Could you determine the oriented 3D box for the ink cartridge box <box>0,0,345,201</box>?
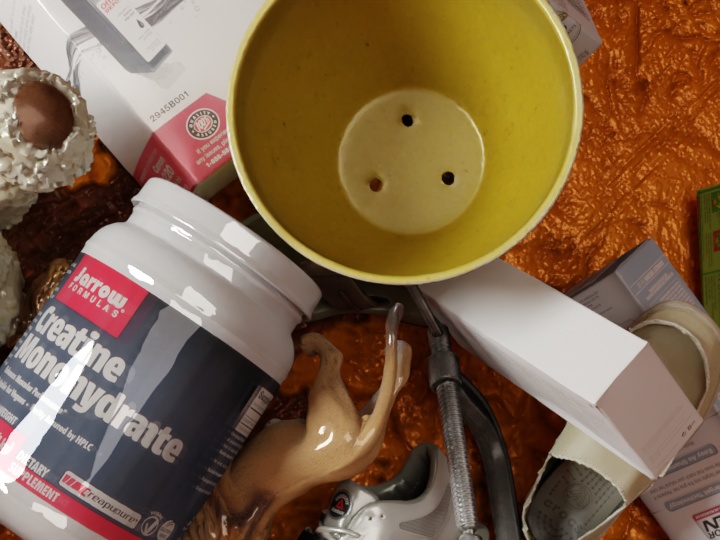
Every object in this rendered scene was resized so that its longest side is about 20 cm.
[{"bbox_3d":[-0.129,-0.158,0.806,0.146,0.085,0.200,-41,89,-24],"label":"ink cartridge box"}]

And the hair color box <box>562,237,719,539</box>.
[{"bbox_3d":[0.213,0.090,0.837,0.061,0.099,0.201,-34,87,-45],"label":"hair color box"}]

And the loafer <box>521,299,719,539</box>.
[{"bbox_3d":[0.165,0.111,0.778,0.075,0.201,0.068,31,23,15],"label":"loafer"}]

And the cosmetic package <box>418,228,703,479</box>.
[{"bbox_3d":[0.112,0.044,0.747,0.051,0.200,0.083,-48,126,-5],"label":"cosmetic package"}]

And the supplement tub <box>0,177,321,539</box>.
[{"bbox_3d":[-0.126,0.063,0.698,0.140,0.140,0.201,34,81,-7],"label":"supplement tub"}]

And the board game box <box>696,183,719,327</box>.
[{"bbox_3d":[0.302,0.029,0.884,0.047,0.101,0.201,14,70,-35],"label":"board game box"}]

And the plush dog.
[{"bbox_3d":[-0.258,-0.023,0.712,0.199,0.160,0.173,-8,97,-24],"label":"plush dog"}]

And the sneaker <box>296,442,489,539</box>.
[{"bbox_3d":[-0.013,0.178,0.749,0.200,0.074,0.089,-34,111,-31],"label":"sneaker"}]

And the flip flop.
[{"bbox_3d":[0.000,0.000,0.818,0.199,0.058,0.082,8,77,-19],"label":"flip flop"}]

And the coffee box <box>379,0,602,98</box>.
[{"bbox_3d":[0.049,-0.187,0.820,0.199,0.113,0.080,33,28,-24],"label":"coffee box"}]

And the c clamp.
[{"bbox_3d":[0.067,0.126,0.760,0.027,0.171,0.201,-19,57,16],"label":"c clamp"}]

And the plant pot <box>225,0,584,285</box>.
[{"bbox_3d":[0.029,-0.083,0.743,0.198,0.142,0.202,-1,82,4],"label":"plant pot"}]

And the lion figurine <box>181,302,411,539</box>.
[{"bbox_3d":[-0.040,0.112,0.725,0.072,0.200,0.123,31,35,-22],"label":"lion figurine"}]
